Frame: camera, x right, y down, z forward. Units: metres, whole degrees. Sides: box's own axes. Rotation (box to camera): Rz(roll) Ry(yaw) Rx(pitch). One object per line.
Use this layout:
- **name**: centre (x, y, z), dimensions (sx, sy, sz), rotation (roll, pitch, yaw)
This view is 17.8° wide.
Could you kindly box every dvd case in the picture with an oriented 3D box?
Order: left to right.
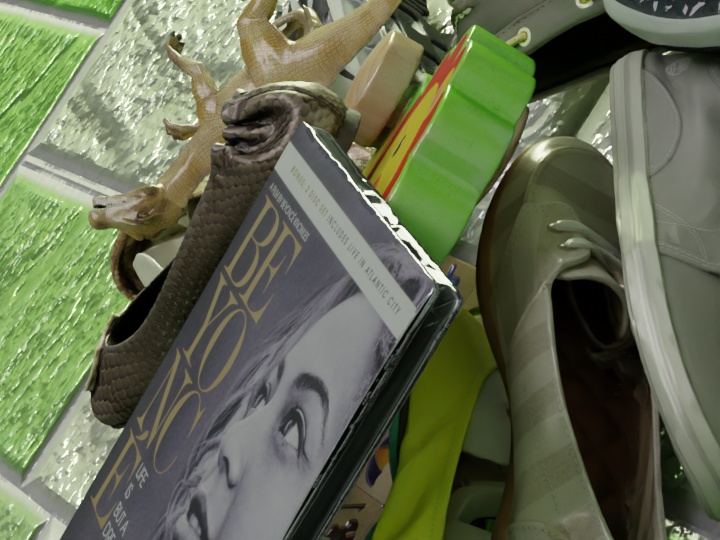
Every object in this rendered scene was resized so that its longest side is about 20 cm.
- **dvd case**: centre (-0.045, 0.062, 0.739), dimensions (0.200, 0.016, 0.149), rotation (-59, 25, 11)

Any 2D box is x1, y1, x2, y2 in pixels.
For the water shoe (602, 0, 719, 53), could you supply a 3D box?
- **water shoe**: centre (0.165, -0.089, 0.775), dimensions (0.200, 0.079, 0.072), rotation (10, 66, 52)

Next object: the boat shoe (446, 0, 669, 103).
- **boat shoe**: centre (0.121, -0.110, 0.882), dimensions (0.201, 0.072, 0.061), rotation (-14, 75, 36)

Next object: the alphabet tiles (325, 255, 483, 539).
- **alphabet tiles**: centre (-0.009, 0.063, 0.949), dimensions (0.167, 0.006, 0.200), rotation (-56, 29, -3)

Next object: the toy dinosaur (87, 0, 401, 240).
- **toy dinosaur**: centre (-0.033, -0.083, 0.966), dimensions (0.200, 0.058, 0.101), rotation (-38, 42, 28)

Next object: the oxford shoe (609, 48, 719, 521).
- **oxford shoe**: centre (0.120, -0.006, 0.775), dimensions (0.058, 0.075, 0.200), rotation (-12, 44, 14)

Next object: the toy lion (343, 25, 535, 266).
- **toy lion**: centre (0.000, 0.000, 0.837), dimensions (0.200, 0.069, 0.192), rotation (-58, 6, 15)

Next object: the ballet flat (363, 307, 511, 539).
- **ballet flat**: centre (0.034, 0.088, 0.798), dimensions (0.067, 0.067, 0.200), rotation (1, 41, 19)

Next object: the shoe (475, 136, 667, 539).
- **shoe**: centre (0.079, 0.035, 0.782), dimensions (0.053, 0.070, 0.201), rotation (-39, 39, 48)

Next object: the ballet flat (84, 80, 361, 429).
- **ballet flat**: centre (-0.064, -0.007, 0.879), dimensions (0.200, 0.046, 0.068), rotation (-49, 16, 45)

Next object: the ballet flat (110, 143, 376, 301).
- **ballet flat**: centre (-0.049, -0.011, 1.002), dimensions (0.065, 0.071, 0.200), rotation (-37, 10, -30)

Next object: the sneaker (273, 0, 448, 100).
- **sneaker**: centre (-0.012, -0.103, 1.057), dimensions (0.089, 0.074, 0.200), rotation (-45, 34, 23)

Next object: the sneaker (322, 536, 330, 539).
- **sneaker**: centre (-0.063, 0.130, 0.805), dimensions (0.077, 0.080, 0.200), rotation (-65, 3, -27)
